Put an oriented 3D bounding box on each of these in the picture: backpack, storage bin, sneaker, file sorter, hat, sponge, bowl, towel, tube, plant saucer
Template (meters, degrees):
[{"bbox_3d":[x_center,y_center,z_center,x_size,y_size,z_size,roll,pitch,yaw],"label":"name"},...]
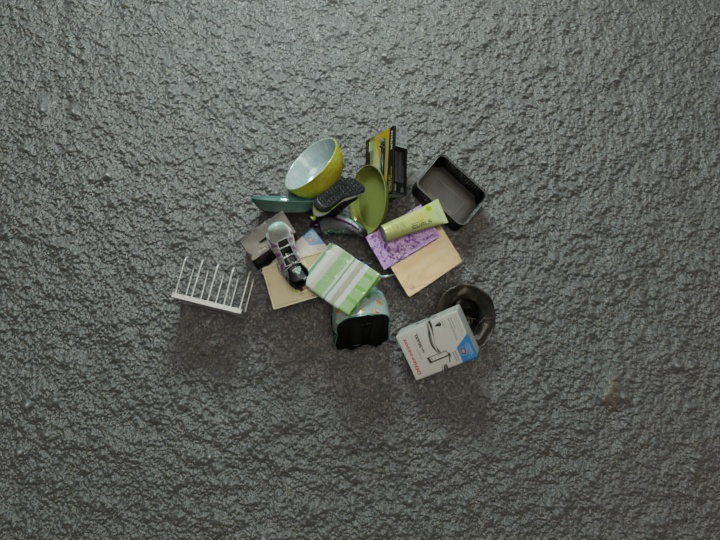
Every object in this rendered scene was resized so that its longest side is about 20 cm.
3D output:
[{"bbox_3d":[0.000,0.127,1.632,0.172,0.201,0.156,-5,66,-4],"label":"backpack"},{"bbox_3d":[0.271,-0.237,1.756,0.199,0.094,0.136,42,81,1],"label":"storage bin"},{"bbox_3d":[-0.181,-0.026,1.525,0.077,0.202,0.140,-29,49,-12],"label":"sneaker"},{"bbox_3d":[-0.415,0.048,1.639,0.196,0.139,0.127,13,79,-3],"label":"file sorter"},{"bbox_3d":[-0.072,-0.202,1.656,0.199,0.083,0.072,-30,67,-37],"label":"sneaker"},{"bbox_3d":[0.311,0.137,1.717,0.196,0.081,0.205,0,97,3],"label":"hat"},{"bbox_3d":[0.124,-0.098,1.687,0.198,0.030,0.113,-30,86,-7],"label":"sponge"},{"bbox_3d":[-0.118,-0.283,1.705,0.201,0.199,0.108,-52,124,-9],"label":"bowl"},{"bbox_3d":[-0.056,0.025,1.581,0.199,0.031,0.150,33,76,31],"label":"towel"},{"bbox_3d":[0.153,-0.142,1.659,0.197,0.052,0.059,-21,122,-12],"label":"tube"},{"bbox_3d":[-0.220,-0.192,1.665,0.196,0.200,0.037,2,101,-4],"label":"plant saucer"},{"bbox_3d":[-0.069,-0.124,1.707,0.198,0.074,0.089,30,92,31],"label":"sneaker"},{"bbox_3d":[0.030,-0.209,1.694,0.031,0.199,0.204,-1,82,-31],"label":"plant saucer"}]

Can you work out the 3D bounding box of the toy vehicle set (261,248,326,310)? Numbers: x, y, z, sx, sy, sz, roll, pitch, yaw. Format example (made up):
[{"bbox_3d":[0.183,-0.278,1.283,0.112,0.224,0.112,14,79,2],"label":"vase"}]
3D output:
[{"bbox_3d":[-0.173,0.026,1.650,0.196,0.027,0.127,-16,86,-7],"label":"toy vehicle set"}]

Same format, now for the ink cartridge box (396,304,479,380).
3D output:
[{"bbox_3d":[0.222,0.209,1.651,0.198,0.084,0.148,-26,93,19],"label":"ink cartridge box"}]

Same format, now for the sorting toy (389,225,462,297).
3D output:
[{"bbox_3d":[0.170,-0.055,1.735,0.198,0.070,0.201,-32,86,-8],"label":"sorting toy"}]

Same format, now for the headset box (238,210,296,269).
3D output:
[{"bbox_3d":[-0.260,-0.084,1.637,0.147,0.200,0.076,-35,86,-9],"label":"headset box"}]

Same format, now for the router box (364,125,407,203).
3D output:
[{"bbox_3d":[0.075,-0.311,1.715,0.051,0.156,0.204,6,80,-31],"label":"router box"}]

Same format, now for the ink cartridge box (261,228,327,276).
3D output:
[{"bbox_3d":[-0.183,-0.014,1.701,0.199,0.067,0.116,-40,88,-9],"label":"ink cartridge box"}]

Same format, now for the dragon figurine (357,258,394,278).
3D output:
[{"bbox_3d":[0.000,0.000,1.669,0.197,0.059,0.101,-18,67,31],"label":"dragon figurine"}]
